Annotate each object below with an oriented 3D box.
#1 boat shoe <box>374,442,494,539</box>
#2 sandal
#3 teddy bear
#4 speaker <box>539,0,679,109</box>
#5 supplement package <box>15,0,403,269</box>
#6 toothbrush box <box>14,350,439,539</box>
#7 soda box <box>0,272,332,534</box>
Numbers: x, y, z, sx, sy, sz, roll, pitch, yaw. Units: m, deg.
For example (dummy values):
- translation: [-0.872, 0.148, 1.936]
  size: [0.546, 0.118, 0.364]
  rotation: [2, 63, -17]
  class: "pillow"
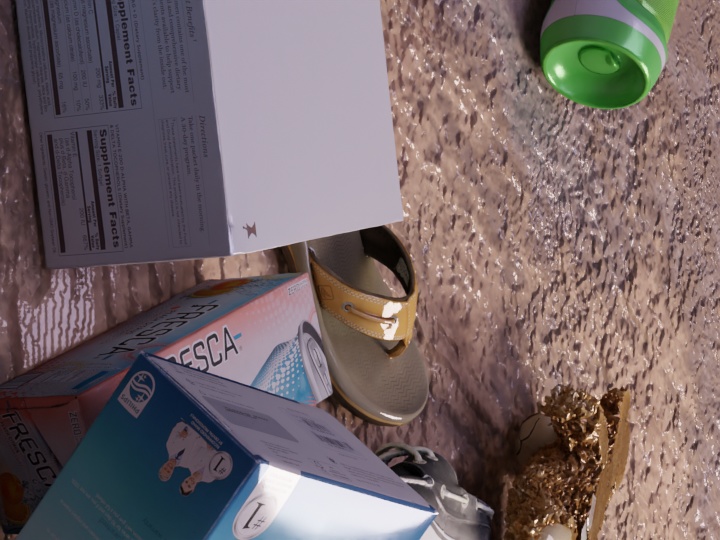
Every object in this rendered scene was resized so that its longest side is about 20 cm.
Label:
- translation: [0.019, 0.129, 1.328]
  size: [0.200, 0.070, 0.064]
  rotation: [41, 53, -59]
  class: "boat shoe"
- translation: [0.000, 0.000, 1.316]
  size: [0.080, 0.054, 0.201]
  rotation: [-49, 127, -49]
  class: "sandal"
- translation: [0.111, 0.141, 1.454]
  size: [0.145, 0.067, 0.200]
  rotation: [82, 22, -46]
  class: "teddy bear"
- translation: [0.176, -0.206, 1.592]
  size: [0.088, 0.088, 0.200]
  rotation: [51, 46, -43]
  class: "speaker"
- translation: [-0.072, -0.110, 1.158]
  size: [0.156, 0.111, 0.201]
  rotation: [-13, 98, -58]
  class: "supplement package"
- translation: [-0.082, 0.150, 1.050]
  size: [0.200, 0.085, 0.146]
  rotation: [-57, 146, 8]
  class: "toothbrush box"
- translation: [-0.094, 0.060, 1.152]
  size: [0.200, 0.063, 0.069]
  rotation: [-29, 112, -55]
  class: "soda box"
